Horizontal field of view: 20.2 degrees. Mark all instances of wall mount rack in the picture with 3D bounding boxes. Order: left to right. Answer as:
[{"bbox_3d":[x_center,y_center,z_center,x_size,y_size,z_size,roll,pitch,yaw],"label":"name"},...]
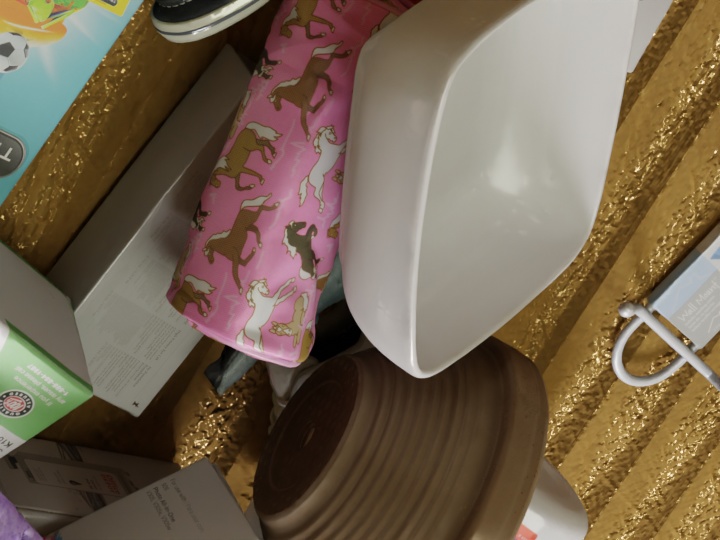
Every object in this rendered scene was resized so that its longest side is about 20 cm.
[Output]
[{"bbox_3d":[0.238,0.004,1.307,0.200,0.075,0.173,-47,131,7],"label":"wall mount rack"}]

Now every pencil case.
[{"bbox_3d":[-0.030,-0.055,1.043,0.082,0.087,0.202,22,96,5],"label":"pencil case"}]

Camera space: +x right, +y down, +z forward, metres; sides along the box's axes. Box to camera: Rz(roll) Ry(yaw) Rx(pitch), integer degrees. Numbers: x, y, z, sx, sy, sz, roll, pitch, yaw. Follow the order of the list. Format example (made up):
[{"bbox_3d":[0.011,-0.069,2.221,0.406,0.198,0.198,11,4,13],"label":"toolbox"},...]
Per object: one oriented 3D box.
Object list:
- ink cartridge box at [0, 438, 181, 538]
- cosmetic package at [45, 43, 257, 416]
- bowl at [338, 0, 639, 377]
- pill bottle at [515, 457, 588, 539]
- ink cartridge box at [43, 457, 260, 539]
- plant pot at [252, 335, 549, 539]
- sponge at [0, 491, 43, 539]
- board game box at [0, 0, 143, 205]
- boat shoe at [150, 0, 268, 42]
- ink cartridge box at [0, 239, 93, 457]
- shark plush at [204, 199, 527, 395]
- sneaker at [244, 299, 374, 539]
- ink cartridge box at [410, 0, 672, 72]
[{"bbox_3d":[-0.203,0.179,1.181,0.199,0.083,0.147,14,114,-35],"label":"ink cartridge box"},{"bbox_3d":[-0.100,-0.020,1.120,0.082,0.051,0.200,32,102,-37],"label":"cosmetic package"},{"bbox_3d":[0.057,-0.066,1.022,0.200,0.074,0.201,-37,142,-46],"label":"bowl"},{"bbox_3d":[0.049,0.200,1.316,0.112,0.113,0.200,31,104,-40],"label":"pill bottle"},{"bbox_3d":[-0.140,0.217,1.129,0.199,0.088,0.146,-26,131,-15],"label":"ink cartridge box"},{"bbox_3d":[0.006,0.112,1.100,0.092,0.201,0.201,31,104,-21],"label":"plant pot"},{"bbox_3d":[-0.208,0.157,0.988,0.112,0.030,0.201,-46,116,-20],"label":"sponge"},{"bbox_3d":[-0.190,-0.143,0.987,0.150,0.047,0.201,26,106,-39],"label":"board game box"},{"bbox_3d":[-0.040,-0.199,1.017,0.200,0.075,0.062,-46,126,1],"label":"boat shoe"},{"bbox_3d":[-0.262,0.057,1.035,0.199,0.085,0.146,-34,136,11],"label":"ink cartridge box"},{"bbox_3d":[0.000,0.000,1.122,0.199,0.084,0.091,-35,176,-22],"label":"shark plush"},{"bbox_3d":[-0.030,0.083,1.226,0.099,0.078,0.201,27,98,-32],"label":"sneaker"},{"bbox_3d":[0.076,-0.152,1.130,0.199,0.045,0.177,17,112,-36],"label":"ink cartridge box"}]
